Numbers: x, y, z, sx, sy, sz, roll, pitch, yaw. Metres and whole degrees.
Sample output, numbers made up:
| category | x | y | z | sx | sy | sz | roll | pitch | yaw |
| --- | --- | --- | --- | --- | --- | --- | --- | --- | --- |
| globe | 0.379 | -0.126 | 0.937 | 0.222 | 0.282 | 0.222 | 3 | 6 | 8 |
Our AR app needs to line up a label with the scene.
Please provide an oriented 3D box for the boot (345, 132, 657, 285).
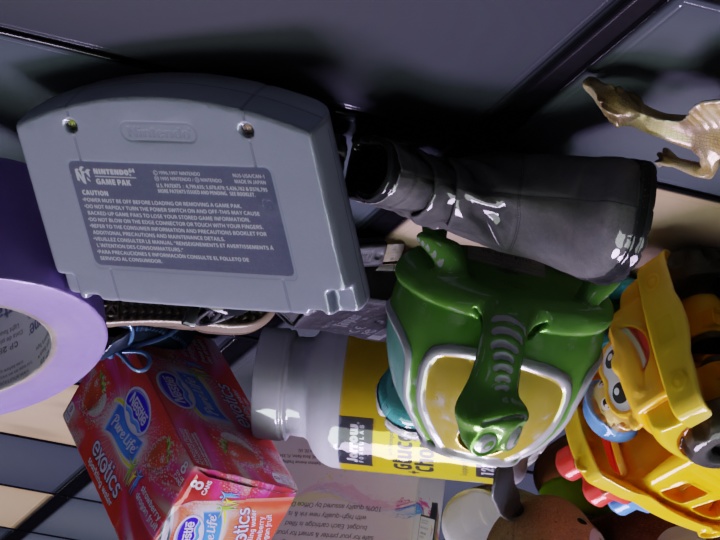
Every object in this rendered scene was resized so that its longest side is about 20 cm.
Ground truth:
| category | x | y | z | sx | sy | sz | roll | pitch | yaw |
| --- | --- | --- | --- | --- | --- | --- | --- | --- | --- |
| boot | 0.069 | -0.039 | 1.285 | 0.131 | 0.070 | 0.200 | 14 | 173 | -20 |

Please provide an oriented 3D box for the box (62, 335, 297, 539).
| category | x | y | z | sx | sy | sz | roll | pitch | yaw |
| --- | --- | --- | --- | --- | --- | --- | --- | --- | --- |
| box | -0.136 | 0.134 | 1.735 | 0.095 | 0.100 | 0.200 | 18 | -157 | -33 |

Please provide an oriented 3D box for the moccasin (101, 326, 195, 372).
| category | x | y | z | sx | sy | sz | roll | pitch | yaw |
| --- | --- | --- | --- | --- | --- | --- | --- | --- | --- |
| moccasin | -0.193 | 0.033 | 1.666 | 0.080 | 0.069 | 0.199 | -6 | 160 | 36 |

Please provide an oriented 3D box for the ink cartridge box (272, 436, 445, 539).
| category | x | y | z | sx | sy | sz | roll | pitch | yaw |
| --- | --- | --- | --- | --- | --- | --- | --- | --- | --- |
| ink cartridge box | -0.013 | 0.195 | 1.888 | 0.144 | 0.202 | 0.084 | 1 | 162 | 19 |

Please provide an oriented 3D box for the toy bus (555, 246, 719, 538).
| category | x | y | z | sx | sy | sz | roll | pitch | yaw |
| --- | --- | --- | --- | --- | --- | --- | --- | --- | --- |
| toy bus | 0.197 | 0.094 | 1.512 | 0.191 | 0.137 | 0.199 | -28 | 144 | 30 |

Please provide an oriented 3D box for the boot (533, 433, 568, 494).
| category | x | y | z | sx | sy | sz | roll | pitch | yaw |
| --- | --- | --- | --- | --- | --- | --- | --- | --- | --- |
| boot | 0.195 | 0.125 | 1.731 | 0.198 | 0.077 | 0.155 | -5 | 161 | 28 |

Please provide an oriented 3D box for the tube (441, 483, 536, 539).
| category | x | y | z | sx | sy | sz | roll | pitch | yaw |
| --- | --- | --- | --- | --- | --- | --- | --- | --- | --- |
| tube | 0.107 | 0.185 | 1.781 | 0.052 | 0.058 | 0.200 | -37 | 172 | 11 |

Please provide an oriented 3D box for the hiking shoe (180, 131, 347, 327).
| category | x | y | z | sx | sy | sz | roll | pitch | yaw |
| --- | --- | --- | --- | --- | --- | --- | --- | --- | --- |
| hiking shoe | -0.060 | -0.025 | 1.376 | 0.075 | 0.102 | 0.200 | 11 | 163 | -15 |

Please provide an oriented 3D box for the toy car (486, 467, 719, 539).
| category | x | y | z | sx | sy | sz | roll | pitch | yaw |
| --- | --- | --- | --- | --- | --- | --- | --- | --- | --- |
| toy car | 0.149 | 0.201 | 1.621 | 0.157 | 0.166 | 0.200 | -16 | 152 | 31 |

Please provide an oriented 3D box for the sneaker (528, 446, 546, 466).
| category | x | y | z | sx | sy | sz | roll | pitch | yaw |
| --- | --- | --- | --- | --- | --- | --- | --- | --- | --- |
| sneaker | 0.054 | 0.107 | 1.782 | 0.199 | 0.078 | 0.085 | 4 | 155 | 34 |

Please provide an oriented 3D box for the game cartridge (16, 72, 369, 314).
| category | x | y | z | sx | sy | sz | roll | pitch | yaw |
| --- | --- | --- | --- | --- | --- | --- | --- | --- | --- |
| game cartridge | -0.095 | -0.044 | 1.306 | 0.199 | 0.041 | 0.134 | 4 | 124 | 29 |

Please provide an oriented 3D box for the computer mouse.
| category | x | y | z | sx | sy | sz | roll | pitch | yaw |
| --- | --- | --- | --- | --- | --- | --- | --- | --- | --- |
| computer mouse | 0.000 | 0.000 | 1.514 | 0.199 | 0.046 | 0.140 | 5 | 156 | -31 |

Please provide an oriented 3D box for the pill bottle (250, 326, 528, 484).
| category | x | y | z | sx | sy | sz | roll | pitch | yaw |
| --- | --- | --- | --- | --- | --- | --- | --- | --- | --- |
| pill bottle | 0.025 | 0.090 | 1.688 | 0.198 | 0.113 | 0.112 | 5 | 163 | 6 |

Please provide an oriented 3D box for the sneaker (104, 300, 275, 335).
| category | x | y | z | sx | sy | sz | roll | pitch | yaw |
| --- | --- | --- | --- | --- | --- | --- | --- | --- | --- |
| sneaker | -0.153 | 0.010 | 1.580 | 0.198 | 0.071 | 0.076 | 13 | 173 | -3 |

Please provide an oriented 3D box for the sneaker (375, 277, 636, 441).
| category | x | y | z | sx | sy | sz | roll | pitch | yaw |
| --- | --- | --- | --- | --- | --- | --- | --- | --- | --- |
| sneaker | 0.102 | 0.050 | 1.550 | 0.199 | 0.078 | 0.080 | -20 | 152 | -6 |

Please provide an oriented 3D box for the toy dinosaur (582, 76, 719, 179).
| category | x | y | z | sx | sy | sz | roll | pitch | yaw |
| --- | --- | --- | --- | --- | --- | --- | --- | --- | --- |
| toy dinosaur | 0.213 | -0.069 | 1.200 | 0.198 | 0.059 | 0.101 | -1 | 160 | 24 |

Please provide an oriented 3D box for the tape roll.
| category | x | y | z | sx | sy | sz | roll | pitch | yaw |
| --- | --- | --- | --- | --- | --- | --- | --- | --- | --- |
| tape roll | -0.258 | 0.015 | 1.437 | 0.198 | 0.086 | 0.200 | -8 | 152 | -4 |

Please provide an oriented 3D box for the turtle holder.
| category | x | y | z | sx | sy | sz | roll | pitch | yaw |
| --- | --- | --- | --- | --- | --- | --- | --- | --- | --- |
| turtle holder | 0.087 | 0.051 | 1.415 | 0.140 | 0.133 | 0.185 | 6 | -166 | -29 |
